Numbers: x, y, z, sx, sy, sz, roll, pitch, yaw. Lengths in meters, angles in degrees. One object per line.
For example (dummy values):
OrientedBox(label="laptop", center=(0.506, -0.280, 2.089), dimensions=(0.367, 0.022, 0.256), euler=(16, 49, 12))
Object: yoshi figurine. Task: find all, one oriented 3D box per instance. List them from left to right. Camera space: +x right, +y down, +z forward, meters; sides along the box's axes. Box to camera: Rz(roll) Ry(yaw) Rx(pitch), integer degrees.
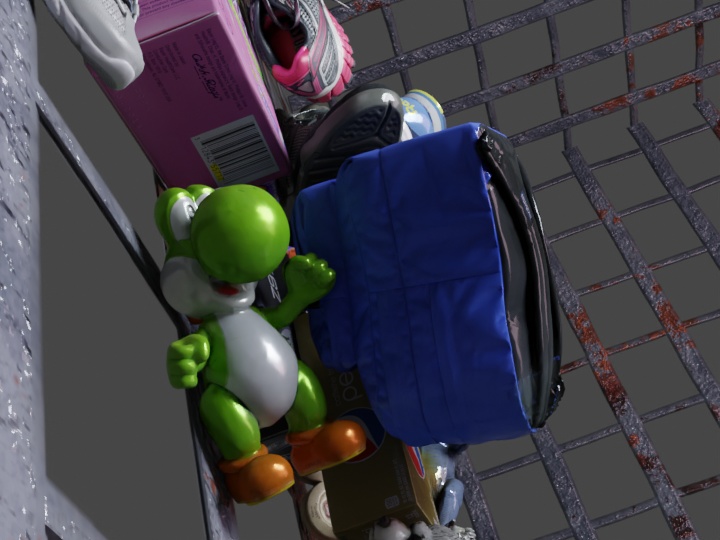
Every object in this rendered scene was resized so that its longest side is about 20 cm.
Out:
OrientedBox(label="yoshi figurine", center=(-0.066, 0.032, 0.616), dimensions=(0.112, 0.112, 0.200), euler=(6, 61, -80))

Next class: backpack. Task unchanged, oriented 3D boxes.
OrientedBox(label="backpack", center=(0.052, 0.019, 0.688), dimensions=(0.162, 0.168, 0.200), euler=(-12, 88, -68))

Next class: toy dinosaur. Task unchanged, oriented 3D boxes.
OrientedBox(label="toy dinosaur", center=(0.046, 0.167, 0.849), dimensions=(0.181, 0.105, 0.200), euler=(-38, 130, -70))

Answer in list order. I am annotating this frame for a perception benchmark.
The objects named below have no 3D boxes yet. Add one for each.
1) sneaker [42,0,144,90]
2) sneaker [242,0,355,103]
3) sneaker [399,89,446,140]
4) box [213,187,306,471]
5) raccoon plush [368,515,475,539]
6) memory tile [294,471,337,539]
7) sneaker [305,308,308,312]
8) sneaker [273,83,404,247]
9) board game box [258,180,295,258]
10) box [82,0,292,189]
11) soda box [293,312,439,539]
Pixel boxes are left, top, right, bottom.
OrientedBox(label="sneaker", center=(-0.161, -0.205, 0.626), dimensions=(0.075, 0.082, 0.200), euler=(65, 6, -68))
OrientedBox(label="sneaker", center=(-0.068, -0.241, 0.854), dimensions=(0.075, 0.081, 0.200), euler=(-2, 64, -64))
OrientedBox(label="sneaker", center=(0.034, -0.067, 0.960), dimensions=(0.074, 0.082, 0.200), euler=(14, -64, 46))
OrientedBox(label="box", center=(-0.075, 0.053, 0.799), dimensions=(0.160, 0.043, 0.200), euler=(51, 18, -67))
OrientedBox(label="raccoon plush", center=(0.036, 0.257, 0.680), dimensions=(0.097, 0.134, 0.200), euler=(-108, 177, -64))
OrientedBox(label="memory tile", center=(-0.005, 0.131, 0.897), dimensions=(0.017, 0.153, 0.200), euler=(-46, -123, 49))
OrientedBox(label="sneaker", center=(0.000, 0.000, 0.830), dimensions=(0.076, 0.105, 0.200), euler=(-106, -167, -47))
OrientedBox(label="sneaker", center=(-0.029, -0.110, 0.819), dimensions=(0.199, 0.076, 0.114), euler=(124, -44, -59))
OrientedBox(label="board game box", center=(-0.052, -0.020, 0.956), dimensions=(0.045, 0.134, 0.200), euler=(-120, -171, -66))
OrientedBox(label="box", center=(-0.140, -0.181, 0.768), dimensions=(0.176, 0.097, 0.200), euler=(67, 3, -56))
OrientedBox(label="soda box", center=(0.003, 0.115, 0.760), dimensions=(0.068, 0.064, 0.200), euler=(60, 10, -46))
